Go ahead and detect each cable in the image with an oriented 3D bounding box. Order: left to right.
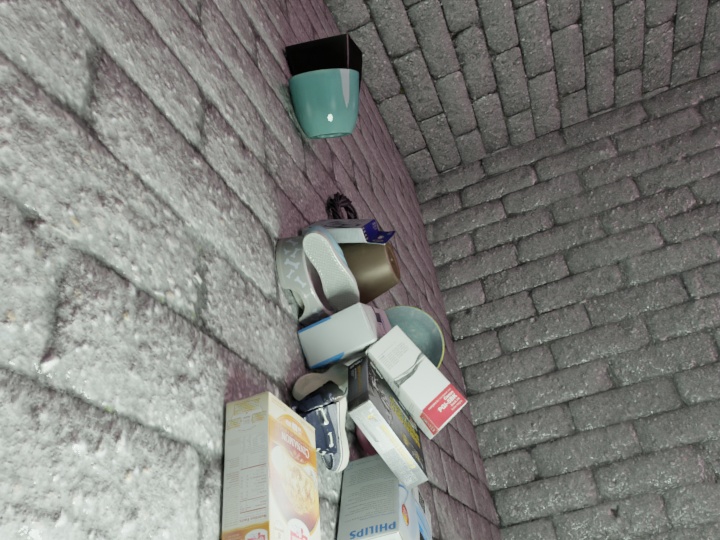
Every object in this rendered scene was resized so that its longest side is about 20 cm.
[{"bbox_3d":[-0.048,-0.149,1.748,0.164,0.050,0.201,58,21,-30],"label":"cable"}]

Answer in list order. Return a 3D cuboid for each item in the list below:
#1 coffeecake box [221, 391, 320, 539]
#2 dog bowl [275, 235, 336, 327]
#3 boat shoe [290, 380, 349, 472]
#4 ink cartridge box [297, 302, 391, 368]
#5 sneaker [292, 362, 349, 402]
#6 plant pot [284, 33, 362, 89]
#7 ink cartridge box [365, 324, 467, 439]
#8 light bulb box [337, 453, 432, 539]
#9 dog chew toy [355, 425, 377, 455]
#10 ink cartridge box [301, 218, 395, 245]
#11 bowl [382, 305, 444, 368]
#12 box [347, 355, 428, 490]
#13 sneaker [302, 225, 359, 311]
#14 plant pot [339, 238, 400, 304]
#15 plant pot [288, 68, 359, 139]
[{"bbox_3d":[-0.119,0.295,0.819,0.154,0.072,0.202,56,21,-50],"label":"coffeecake box"},{"bbox_3d":[-0.107,0.018,1.257,0.200,0.058,0.202,-19,90,-77],"label":"dog bowl"},{"bbox_3d":[-0.076,0.288,1.037,0.074,0.092,0.202,33,-46,45],"label":"boat shoe"},{"bbox_3d":[-0.022,0.141,1.242,0.087,0.145,0.200,67,12,13],"label":"ink cartridge box"},{"bbox_3d":[-0.065,0.240,1.128,0.199,0.074,0.086,-4,111,-61],"label":"sneaker"},{"bbox_3d":[-0.097,-0.590,1.829,0.199,0.197,0.180,-18,100,-77],"label":"plant pot"},{"bbox_3d":[0.105,0.222,1.178,0.200,0.083,0.147,47,-15,16],"label":"ink cartridge box"},{"bbox_3d":[0.052,0.493,1.130,0.201,0.123,0.200,-84,152,-63],"label":"light bulb box"},{"bbox_3d":[0.056,0.351,1.361,0.200,0.123,0.126,17,55,-83],"label":"dog chew toy"},{"bbox_3d":[-0.023,-0.097,1.441,0.200,0.197,0.041,-50,140,-75],"label":"ink cartridge box"},{"bbox_3d":[0.105,0.196,1.447,0.108,0.198,0.202,66,11,-68],"label":"bowl"},{"bbox_3d":[0.048,0.278,1.102,0.201,0.048,0.159,56,10,-17],"label":"box"},{"bbox_3d":[-0.051,-0.006,1.234,0.082,0.073,0.202,-73,143,-62],"label":"sneaker"},{"bbox_3d":[0.000,0.000,1.462,0.200,0.173,0.202,-20,90,-77],"label":"plant pot"},{"bbox_3d":[-0.094,-0.456,1.658,0.201,0.198,0.163,-36,121,-76],"label":"plant pot"}]
